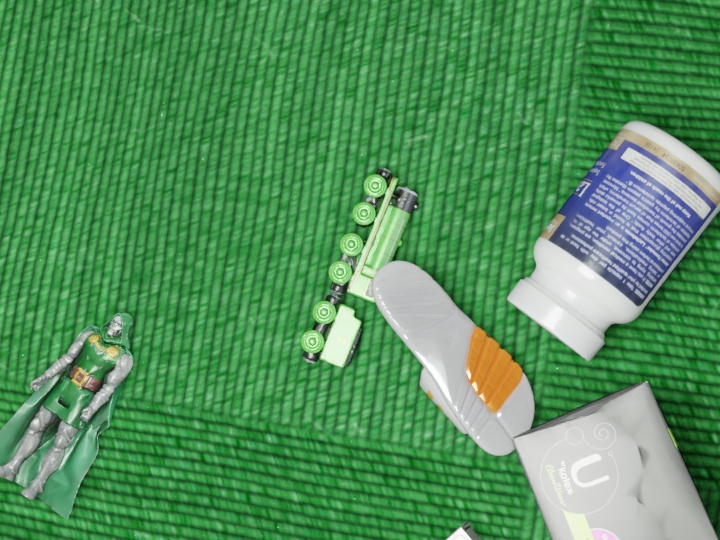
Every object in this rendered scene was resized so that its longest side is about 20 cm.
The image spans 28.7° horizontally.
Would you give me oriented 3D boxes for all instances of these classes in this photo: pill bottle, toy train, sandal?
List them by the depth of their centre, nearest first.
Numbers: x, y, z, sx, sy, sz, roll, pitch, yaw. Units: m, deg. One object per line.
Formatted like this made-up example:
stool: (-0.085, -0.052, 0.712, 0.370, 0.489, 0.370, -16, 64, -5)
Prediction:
pill bottle: (0.228, -0.025, 1.267, 0.116, 0.116, 0.200, 37, 90, 13)
sandal: (0.082, 0.079, 1.310, 0.079, 0.059, 0.207, -37, 88, -21)
toy train: (0.000, 0.000, 1.348, 0.056, 0.042, 0.200, 22, 88, 3)

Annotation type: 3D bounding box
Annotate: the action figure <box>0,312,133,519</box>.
action figure: (-0.282, 0.126, 1.380, 0.118, 0.055, 0.200, 30, 85, 16)

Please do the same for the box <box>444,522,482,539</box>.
box: (0.060, 0.338, 1.283, 0.200, 0.060, 0.117, -42, 78, 3)

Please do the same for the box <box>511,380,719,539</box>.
box: (0.218, 0.186, 1.200, 0.124, 0.200, 0.149, -24, 80, 7)
